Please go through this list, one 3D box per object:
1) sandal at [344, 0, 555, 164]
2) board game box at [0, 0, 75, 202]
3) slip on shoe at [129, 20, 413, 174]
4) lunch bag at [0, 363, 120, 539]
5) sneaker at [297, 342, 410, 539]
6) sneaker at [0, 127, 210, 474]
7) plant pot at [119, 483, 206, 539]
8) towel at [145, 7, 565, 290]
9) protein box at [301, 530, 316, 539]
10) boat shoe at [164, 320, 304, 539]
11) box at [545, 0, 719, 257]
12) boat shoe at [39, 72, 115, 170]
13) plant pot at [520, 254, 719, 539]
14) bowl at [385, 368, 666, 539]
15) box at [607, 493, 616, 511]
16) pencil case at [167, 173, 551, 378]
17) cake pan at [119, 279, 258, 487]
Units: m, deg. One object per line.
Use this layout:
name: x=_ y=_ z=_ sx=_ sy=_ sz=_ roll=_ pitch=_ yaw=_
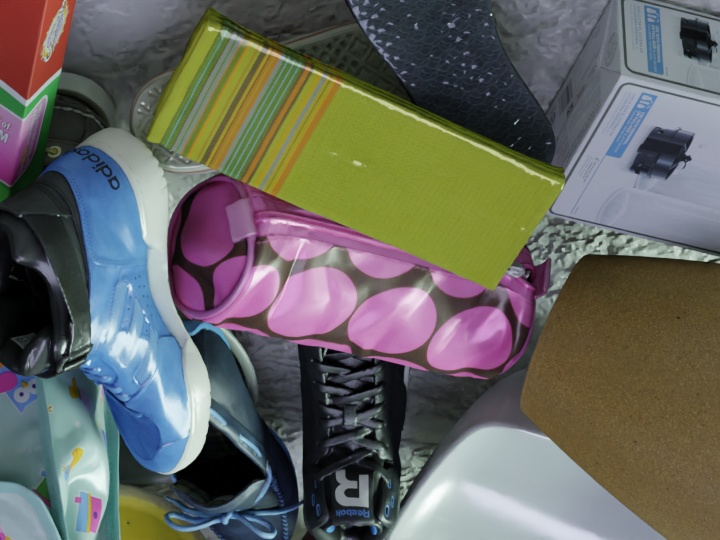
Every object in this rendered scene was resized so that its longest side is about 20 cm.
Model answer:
sandal: x=0.035 y=-0.124 z=1.297 sx=0.076 sy=0.043 sz=0.201 roll=-23 pitch=121 yaw=-2
board game box: x=-0.215 y=-0.134 z=1.269 sx=0.152 sy=0.040 sz=0.201 roll=26 pitch=138 yaw=7
slip on shoe: x=-0.020 y=-0.088 z=1.353 sx=0.198 sy=0.075 sz=0.061 roll=-9 pitch=-177 yaw=-3
lunch bag: x=-0.219 y=0.120 z=1.413 sx=0.169 sy=0.202 sz=0.122 roll=-11 pitch=161 yaw=15
sneaker: x=0.000 y=0.086 z=1.508 sx=0.072 sy=0.112 sz=0.201 roll=-1 pitch=139 yaw=1
sneaker: x=-0.143 y=0.037 z=1.338 sx=0.076 sy=0.111 sz=0.201 roll=24 pitch=133 yaw=36
plant pot: x=-0.184 y=0.228 z=1.601 sx=0.200 sy=0.202 sz=0.189 roll=25 pitch=137 yaw=-25
towel: x=-0.003 y=-0.059 z=1.305 sx=0.199 sy=0.018 sz=0.086 roll=23 pitch=131 yaw=-12
protein box: x=0.010 y=0.304 z=1.650 sx=0.201 sy=0.135 sz=0.198 roll=-56 pitch=136 yaw=-5
boat shoe: x=-0.089 y=0.113 z=1.516 sx=0.084 sy=0.069 sz=0.200 roll=-13 pitch=137 yaw=15
box: x=0.204 y=-0.064 z=1.370 sx=0.199 sy=0.060 sz=0.117 roll=13 pitch=138 yaw=-15
boat shoe: x=-0.223 y=-0.044 z=1.400 sx=0.200 sy=0.061 sz=0.072 roll=-19 pitch=135 yaw=21
plant pot: x=0.192 y=0.073 z=1.395 sx=0.199 sy=0.187 sz=0.187 roll=23 pitch=141 yaw=12
bowl: x=0.131 y=0.138 z=1.550 sx=0.199 sy=0.075 sz=0.200 roll=24 pitch=142 yaw=-7
box: x=0.222 y=0.128 z=1.612 sx=0.142 sy=0.036 sz=0.201 roll=-7 pitch=137 yaw=9
pencil case: x=0.000 y=0.000 z=1.400 sx=0.199 sy=0.092 sz=0.094 roll=9 pitch=164 yaw=-29
cake pan: x=-0.159 y=0.056 z=1.533 sx=0.198 sy=0.037 sz=0.201 roll=0 pitch=139 yaw=0
